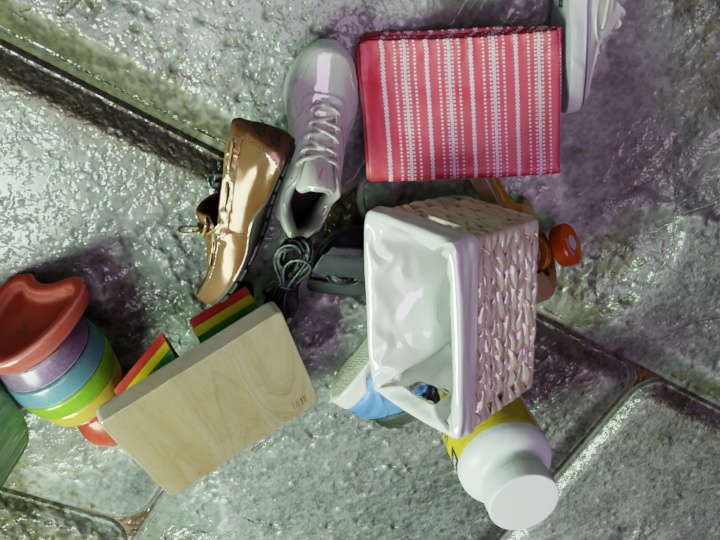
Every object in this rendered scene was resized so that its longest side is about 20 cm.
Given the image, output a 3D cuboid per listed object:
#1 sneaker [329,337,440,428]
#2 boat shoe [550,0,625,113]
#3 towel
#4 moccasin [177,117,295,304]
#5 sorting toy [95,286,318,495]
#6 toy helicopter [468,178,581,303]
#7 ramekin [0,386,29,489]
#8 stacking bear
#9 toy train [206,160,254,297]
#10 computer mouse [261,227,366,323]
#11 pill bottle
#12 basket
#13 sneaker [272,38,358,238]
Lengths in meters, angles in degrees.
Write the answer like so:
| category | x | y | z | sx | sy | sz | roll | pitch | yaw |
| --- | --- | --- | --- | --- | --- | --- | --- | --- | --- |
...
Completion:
| category | x | y | z | sx | sy | sz | roll | pitch | yaw |
| --- | --- | --- | --- | --- | --- | --- | --- | --- | --- |
| sneaker | 0.064 | 0.107 | 0.941 | 0.111 | 0.077 | 0.200 | 31 | 113 | -20 |
| boat shoe | 0.223 | -0.254 | 0.779 | 0.065 | 0.072 | 0.202 | -6 | 113 | -4 |
| towel | 0.097 | -0.161 | 0.786 | 0.197 | 0.023 | 0.146 | -2 | 108 | 4 |
| moccasin | -0.126 | -0.051 | 0.766 | 0.077 | 0.074 | 0.202 | 21 | 130 | -5 |
| sorting toy | -0.162 | 0.125 | 0.858 | 0.198 | 0.070 | 0.201 | -32 | 146 | -12 |
| toy helicopter | 0.150 | -0.051 | 0.853 | 0.078 | 0.132 | 0.201 | -21 | 109 | 38 |
| ramekin | -0.436 | 0.163 | 0.807 | 0.198 | 0.098 | 0.201 | 12 | 134 | 13 |
| stacking bear | -0.298 | 0.112 | 0.846 | 0.120 | 0.114 | 0.201 | 3 | 141 | 28 |
| toy train | -0.133 | -0.021 | 0.849 | 0.045 | 0.034 | 0.202 | -6 | 121 | -12 |
| computer mouse | 0.000 | 0.000 | 0.842 | 0.198 | 0.053 | 0.139 | -17 | 153 | -25 |
| pill bottle | 0.156 | 0.199 | 0.945 | 0.111 | 0.201 | 0.113 | -6 | 120 | -10 |
| basket | 0.091 | 0.034 | 0.784 | 0.123 | 0.135 | 0.202 | -19 | 117 | -33 |
| sneaker | -0.038 | -0.117 | 0.776 | 0.077 | 0.100 | 0.202 | 3 | 119 | -14 |
